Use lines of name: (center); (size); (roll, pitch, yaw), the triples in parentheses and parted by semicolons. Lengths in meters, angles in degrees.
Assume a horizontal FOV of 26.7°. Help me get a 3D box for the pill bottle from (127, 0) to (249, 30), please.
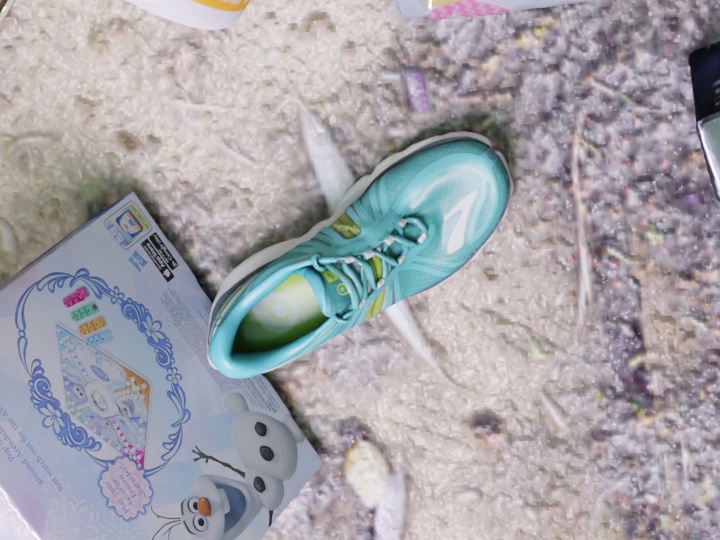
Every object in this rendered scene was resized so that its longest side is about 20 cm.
pill bottle: (-0.069, -0.233, 0.759); (0.116, 0.116, 0.201); (31, 110, 0)

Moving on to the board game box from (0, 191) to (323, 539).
board game box: (-0.133, 0.086, 0.827); (0.043, 0.199, 0.201); (-28, 101, 37)

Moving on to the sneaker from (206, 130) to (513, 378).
sneaker: (0.000, 0.000, 0.835); (0.199, 0.080, 0.078); (-36, 99, 11)

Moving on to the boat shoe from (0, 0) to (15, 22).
boat shoe: (-0.211, -0.188, 0.821); (0.075, 0.075, 0.203); (39, 110, -3)

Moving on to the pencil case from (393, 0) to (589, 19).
pencil case: (0.106, -0.181, 0.758); (0.198, 0.083, 0.091); (-4, 129, 11)

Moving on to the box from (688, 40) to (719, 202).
box: (0.263, -0.071, 0.703); (0.199, 0.198, 0.124); (-20, 100, 16)
